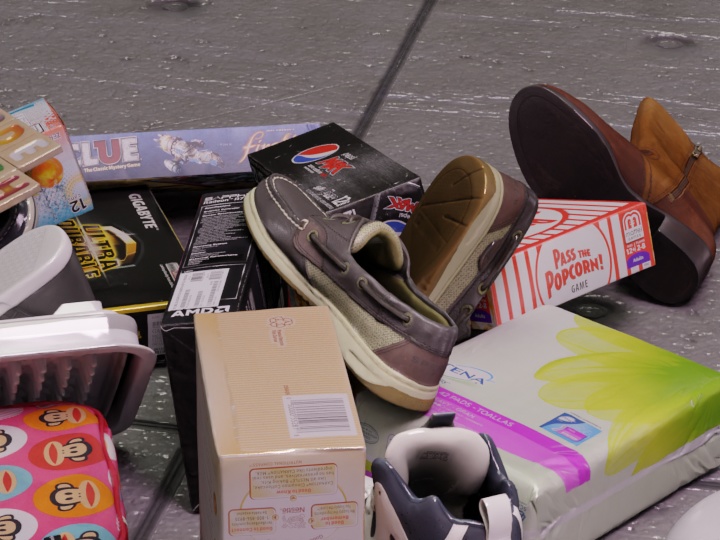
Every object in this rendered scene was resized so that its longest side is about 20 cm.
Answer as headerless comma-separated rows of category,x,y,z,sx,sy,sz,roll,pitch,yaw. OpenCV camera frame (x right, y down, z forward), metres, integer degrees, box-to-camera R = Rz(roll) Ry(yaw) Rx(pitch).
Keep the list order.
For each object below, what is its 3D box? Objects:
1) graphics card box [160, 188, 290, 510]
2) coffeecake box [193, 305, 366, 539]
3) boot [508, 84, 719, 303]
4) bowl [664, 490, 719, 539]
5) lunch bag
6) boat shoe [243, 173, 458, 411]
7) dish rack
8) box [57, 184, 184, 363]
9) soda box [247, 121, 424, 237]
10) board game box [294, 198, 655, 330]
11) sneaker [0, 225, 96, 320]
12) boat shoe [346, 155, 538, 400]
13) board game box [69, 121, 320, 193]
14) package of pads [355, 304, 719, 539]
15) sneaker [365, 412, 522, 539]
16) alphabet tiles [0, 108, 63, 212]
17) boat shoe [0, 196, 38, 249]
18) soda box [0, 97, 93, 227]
graphics card box,-0.077,0.044,1.616,0.051,0.126,0.200,-5,25,5
coffeecake box,-0.041,0.142,1.317,0.073,0.201,0.154,-3,25,-7
boot,0.196,-0.087,1.887,0.188,0.069,0.200,40,30,-3
bowl,0.244,0.162,1.416,0.200,0.091,0.201,0,25,0
lunch bag,-0.216,0.147,1.454,0.175,0.082,0.200,-6,23,-7
boat shoe,0.000,0.000,1.569,0.072,0.066,0.201,19,25,-43
dish rack,-0.226,0.064,1.544,0.199,0.172,0.044,-5,68,-14
box,-0.198,0.007,1.792,0.159,0.050,0.200,-8,26,-14
soda box,-0.011,-0.041,1.739,0.070,0.064,0.200,-21,19,-11
board game box,0.073,-0.007,1.772,0.151,0.047,0.199,-21,16,-39
sneaker,-0.242,0.065,1.647,0.200,0.099,0.071,-34,33,1
boat shoe,0.041,0.023,1.623,0.065,0.200,0.073,20,29,-31
board game box,-0.133,-0.079,1.928,0.199,0.035,0.135,-3,-2,-9
package of pads,0.105,0.096,1.583,0.154,0.069,0.200,23,32,37
sneaker,0.030,0.123,1.446,0.079,0.130,0.199,-9,26,-21
alphabet tiles,-0.292,-0.060,1.712,0.167,0.008,0.200,-30,32,-22
boat shoe,-0.294,0.003,1.684,0.199,0.062,0.075,-31,57,-6
soda box,-0.282,-0.041,1.755,0.199,0.069,0.064,-22,27,-9
